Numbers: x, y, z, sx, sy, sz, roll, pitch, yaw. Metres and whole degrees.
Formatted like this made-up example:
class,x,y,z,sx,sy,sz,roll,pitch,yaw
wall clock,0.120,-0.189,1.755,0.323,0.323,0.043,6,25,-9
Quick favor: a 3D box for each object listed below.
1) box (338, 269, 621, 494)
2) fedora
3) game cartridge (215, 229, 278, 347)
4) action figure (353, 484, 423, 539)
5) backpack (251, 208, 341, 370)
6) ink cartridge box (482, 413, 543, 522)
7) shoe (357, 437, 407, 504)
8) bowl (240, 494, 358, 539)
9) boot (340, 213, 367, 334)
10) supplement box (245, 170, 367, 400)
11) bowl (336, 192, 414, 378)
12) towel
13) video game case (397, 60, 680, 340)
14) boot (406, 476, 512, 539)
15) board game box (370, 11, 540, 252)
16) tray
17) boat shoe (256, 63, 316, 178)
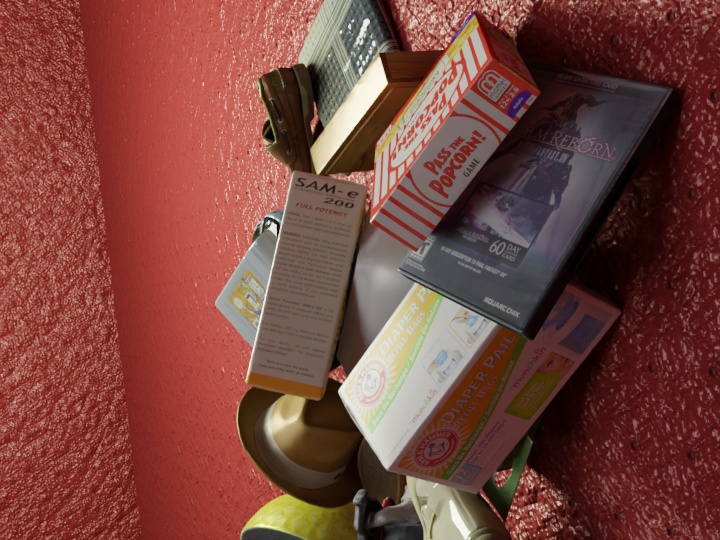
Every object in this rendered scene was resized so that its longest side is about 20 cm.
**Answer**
class,x,y,z,sx,sy,sz,roll,pitch,yaw
box,0.091,0.068,0.778,0.200,0.112,0.101,-56,39,15
fedora,-0.051,0.188,1.156,0.082,0.200,0.201,-50,47,30
game cartridge,-0.090,0.045,1.067,0.133,0.042,0.200,50,149,5
action figure,0.069,0.316,1.008,0.200,0.104,0.194,55,-153,-44
backpack,-0.066,0.016,1.202,0.200,0.154,0.163,62,159,-5
ink cartridge box,0.119,0.118,0.890,0.200,0.059,0.104,-124,36,-45
shoe,0.037,0.188,1.113,0.070,0.053,0.200,19,119,40
bowl,-0.039,0.337,1.215,0.108,0.200,0.200,-60,1,-36
boot,0.000,0.000,1.080,0.200,0.075,0.097,-34,96,23
supplement box,-0.048,0.019,0.915,0.126,0.073,0.200,100,-178,-84
bowl,0.029,0.009,0.936,0.200,0.075,0.200,-78,2,-52
towel,-0.009,-0.240,1.128,0.200,0.035,0.193,-52,52,55
video game case,0.126,-0.060,0.711,0.143,0.019,0.200,28,85,50
boot,0.112,0.271,0.853,0.200,0.072,0.155,68,172,-29
board game box,0.071,-0.120,0.778,0.152,0.046,0.200,-53,13,20
tray,0.029,-0.155,0.970,0.200,0.099,0.037,139,120,-61
boat shoe,-0.097,-0.177,1.245,0.072,0.068,0.200,-117,17,-46
